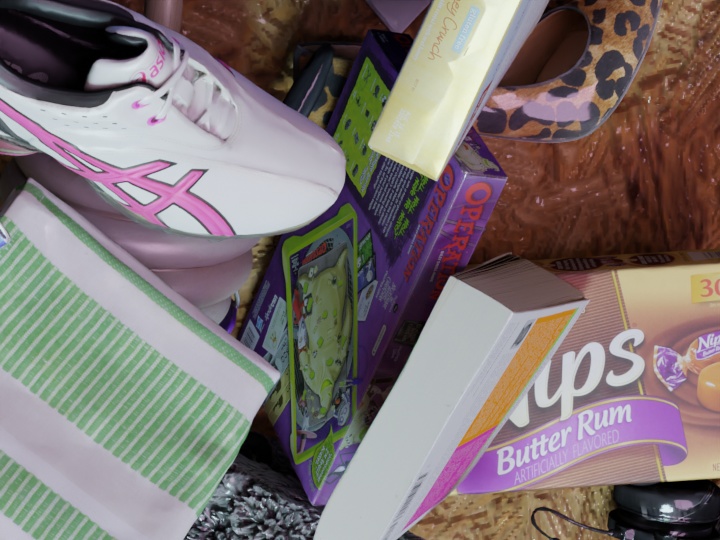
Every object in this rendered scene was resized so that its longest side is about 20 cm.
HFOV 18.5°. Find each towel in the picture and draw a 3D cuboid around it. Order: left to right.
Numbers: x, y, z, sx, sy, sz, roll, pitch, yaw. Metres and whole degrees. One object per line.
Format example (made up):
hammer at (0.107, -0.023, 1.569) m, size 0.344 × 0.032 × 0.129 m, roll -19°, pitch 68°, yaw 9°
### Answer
towel at (-0.137, 0.076, 0.913) m, size 0.152 × 0.023 × 0.200 m, roll 38°, pitch 59°, yaw -9°

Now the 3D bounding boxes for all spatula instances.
spatula at (-0.056, -0.020, 1.091) m, size 0.020 × 0.057 × 0.201 m, roll 20°, pitch 103°, yaw -11°

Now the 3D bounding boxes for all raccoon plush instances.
raccoon plush at (-0.043, 0.173, 1.106) m, size 0.097 × 0.200 × 0.134 m, roll 9°, pitch 111°, yaw -54°

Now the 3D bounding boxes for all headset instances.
headset at (0.176, 0.117, 1.252) m, size 0.200 × 0.094 × 0.124 m, roll -31°, pitch 119°, yaw -29°

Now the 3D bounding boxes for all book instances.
book at (0.044, 0.063, 1.046) m, size 0.048 × 0.200 × 0.134 m, roll 31°, pitch 98°, yaw 10°

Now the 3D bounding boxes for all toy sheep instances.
toy sheep at (-0.106, -0.038, 1.026) m, size 0.137 × 0.138 × 0.201 m, roll 0°, pitch 118°, yaw -28°

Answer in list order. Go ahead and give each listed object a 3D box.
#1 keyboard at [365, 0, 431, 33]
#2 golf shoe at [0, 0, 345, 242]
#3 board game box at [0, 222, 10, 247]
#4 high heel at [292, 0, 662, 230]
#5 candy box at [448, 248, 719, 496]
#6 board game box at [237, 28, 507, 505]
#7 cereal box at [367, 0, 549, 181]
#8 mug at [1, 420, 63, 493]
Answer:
keyboard at (-0.019, -0.203, 1.088) m, size 0.056 × 0.011 × 0.200 m, roll -43°, pitch 121°, yaw -3°
golf shoe at (-0.090, -0.065, 0.920) m, size 0.199 × 0.092 × 0.073 m, roll 18°, pitch 72°, yaw -22°
board game box at (-0.274, -0.010, 0.927) m, size 0.200 × 0.159 × 0.097 m, roll -39°, pitch 121°, yaw -11°
high heel at (0.064, -0.120, 1.126) m, size 0.200 × 0.071 × 0.143 m, roll -48°, pitch 119°, yaw -4°
candy box at (0.138, 0.052, 1.172) m, size 0.199 × 0.056 × 0.117 m, roll -3°, pitch 98°, yaw 1°
board game box at (0.000, 0.000, 1.065) m, size 0.032 × 0.120 × 0.201 m, roll 7°, pitch 125°, yaw -27°
cereal box at (0.069, -0.141, 0.994) m, size 0.039 × 0.200 × 0.144 m, roll 27°, pitch 119°, yaw 4°
mug at (-0.172, 0.143, 1.011) m, size 0.133 × 0.200 × 0.178 m, roll 33°, pitch 89°, yaw -32°
